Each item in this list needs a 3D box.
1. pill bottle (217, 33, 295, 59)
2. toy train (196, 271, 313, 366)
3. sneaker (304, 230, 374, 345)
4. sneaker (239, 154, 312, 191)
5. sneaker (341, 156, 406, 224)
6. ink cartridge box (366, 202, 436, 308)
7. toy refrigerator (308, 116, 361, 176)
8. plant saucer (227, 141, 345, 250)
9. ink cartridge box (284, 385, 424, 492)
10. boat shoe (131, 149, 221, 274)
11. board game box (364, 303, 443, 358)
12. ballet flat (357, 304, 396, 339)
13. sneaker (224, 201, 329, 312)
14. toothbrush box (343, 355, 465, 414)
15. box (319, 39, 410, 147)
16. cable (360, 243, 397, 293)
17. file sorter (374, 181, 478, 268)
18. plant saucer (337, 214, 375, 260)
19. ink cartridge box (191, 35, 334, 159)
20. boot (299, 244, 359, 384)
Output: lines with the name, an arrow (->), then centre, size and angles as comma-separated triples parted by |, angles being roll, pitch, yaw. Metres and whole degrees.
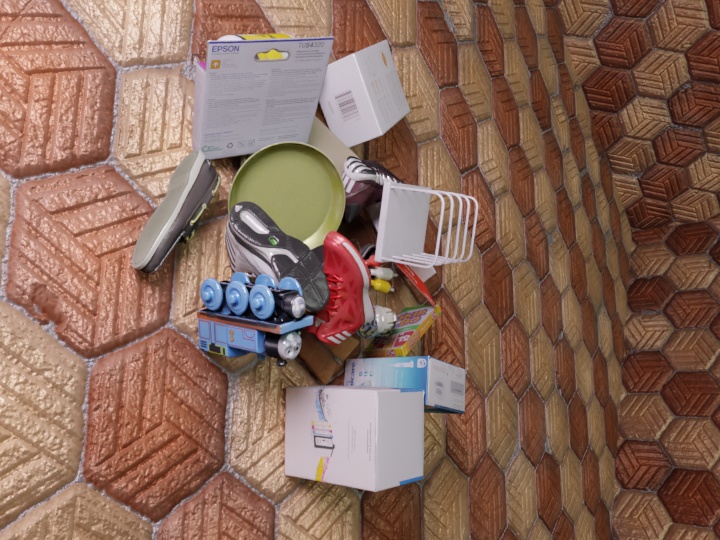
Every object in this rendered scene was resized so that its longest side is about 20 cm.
pill bottle -> -0.151, -0.331, 0.980 | 0.199, 0.109, 0.116 | -31, 108, -51
toy train -> -0.153, 0.068, 0.839 | 0.086, 0.195, 0.119 | -14, 106, -52
sneaker -> -0.042, 0.045, 0.933 | 0.115, 0.077, 0.204 | -42, 135, -24
sneaker -> -0.120, -0.153, 1.006 | 0.199, 0.086, 0.079 | 38, 55, -43
sneaker -> 0.006, -0.141, 1.105 | 0.198, 0.075, 0.117 | 3, 123, -58
ink cartridge box -> 0.099, -0.039, 1.245 | 0.200, 0.043, 0.176 | 45, 14, -39
toy refrigerator -> -0.075, -0.210, 1.087 | 0.199, 0.069, 0.078 | 35, 75, -46
plant saucer -> -0.120, -0.112, 0.963 | 0.193, 0.031, 0.206 | -9, 118, -17
ink cartridge box -> -0.011, 0.270, 0.984 | 0.145, 0.195, 0.150 | 11, 76, -51
boat shoe -> -0.252, -0.076, 0.829 | 0.061, 0.070, 0.206 | 44, 51, -38
board game box -> 0.097, 0.123, 1.241 | 0.199, 0.093, 0.031 | -37, 111, -50
ballet flat -> 0.034, 0.092, 1.121 | 0.200, 0.069, 0.075 | 35, 51, -78
sneaker -> -0.133, -0.006, 0.917 | 0.201, 0.115, 0.076 | 47, 58, 0
toothbrush box -> 0.083, 0.220, 1.121 | 0.145, 0.195, 0.088 | 26, 65, -48
box -> 0.005, -0.350, 1.172 | 0.156, 0.103, 0.201 | 68, 29, -18
cable -> 0.000, 0.000, 1.113 | 0.197, 0.049, 0.101 | -6, 91, -53
file sorter -> 0.129, -0.083, 1.107 | 0.198, 0.121, 0.144 | -8, 107, -60
plant saucer -> -0.022, -0.039, 1.162 | 0.198, 0.036, 0.208 | 12, 75, -52
ink cartridge box -> -0.148, -0.261, 0.869 | 0.191, 0.203, 0.044 | -15, 56, -31
boot -> -0.056, 0.078, 1.020 | 0.190, 0.068, 0.200 | -53, 128, -12
